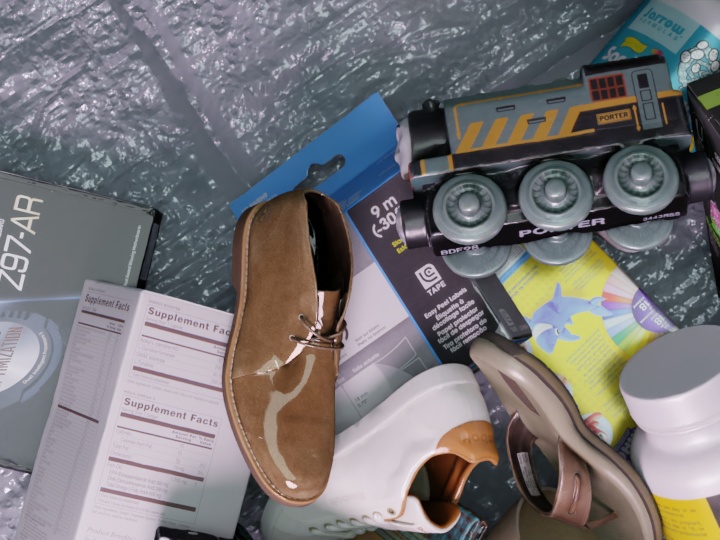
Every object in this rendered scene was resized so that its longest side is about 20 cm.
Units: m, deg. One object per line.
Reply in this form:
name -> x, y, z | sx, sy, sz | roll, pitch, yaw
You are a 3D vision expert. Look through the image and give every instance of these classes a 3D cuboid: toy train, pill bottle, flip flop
toy train -> 0.118, -0.066, 1.065 | 0.199, 0.085, 0.114 | -9, 67, 5
pill bottle -> 0.209, -0.119, 1.158 | 0.111, 0.111, 0.200 | 40, 89, 2
flip flop -> 0.123, 0.122, 1.084 | 0.058, 0.081, 0.200 | -48, 121, -18
pill bottle -> 0.243, 0.139, 1.113 | 0.111, 0.111, 0.200 | -28, 112, 0

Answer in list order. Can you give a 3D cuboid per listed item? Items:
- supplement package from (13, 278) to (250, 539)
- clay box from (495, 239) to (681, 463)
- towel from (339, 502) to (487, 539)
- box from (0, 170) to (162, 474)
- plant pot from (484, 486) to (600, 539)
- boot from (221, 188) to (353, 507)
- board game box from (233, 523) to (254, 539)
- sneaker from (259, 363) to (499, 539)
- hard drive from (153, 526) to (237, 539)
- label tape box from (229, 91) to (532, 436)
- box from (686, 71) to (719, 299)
supplement package -> -0.141, 0.117, 1.123 | 0.109, 0.114, 0.201 | 17, 86, -29
clay box -> 0.147, 0.046, 1.182 | 0.115, 0.048, 0.200 | -44, 88, 1
towel -> -0.011, 0.226, 1.148 | 0.147, 0.022, 0.200 | 27, 88, 46
box -> -0.240, 0.035, 1.192 | 0.160, 0.044, 0.201 | 14, 88, 1
plant pot -> 0.128, 0.263, 1.118 | 0.200, 0.200, 0.134 | 46, 112, 2
boot -> -0.039, 0.046, 1.066 | 0.073, 0.075, 0.201 | 5, 74, -34
board game box -> -0.123, 0.270, 1.137 | 0.028, 0.135, 0.200 | 32, 89, -20
sneaker -> 0.009, 0.148, 1.100 | 0.200, 0.073, 0.085 | -44, 54, 31
hard drive -> -0.044, 0.247, 1.061 | 0.199, 0.038, 0.140 | 13, 92, -11
label tape box -> 0.000, 0.000, 1.148 | 0.144, 0.063, 0.200 | -36, 80, 19
box -> 0.309, -0.036, 1.096 | 0.148, 0.200, 0.124 | -20, 43, 0
